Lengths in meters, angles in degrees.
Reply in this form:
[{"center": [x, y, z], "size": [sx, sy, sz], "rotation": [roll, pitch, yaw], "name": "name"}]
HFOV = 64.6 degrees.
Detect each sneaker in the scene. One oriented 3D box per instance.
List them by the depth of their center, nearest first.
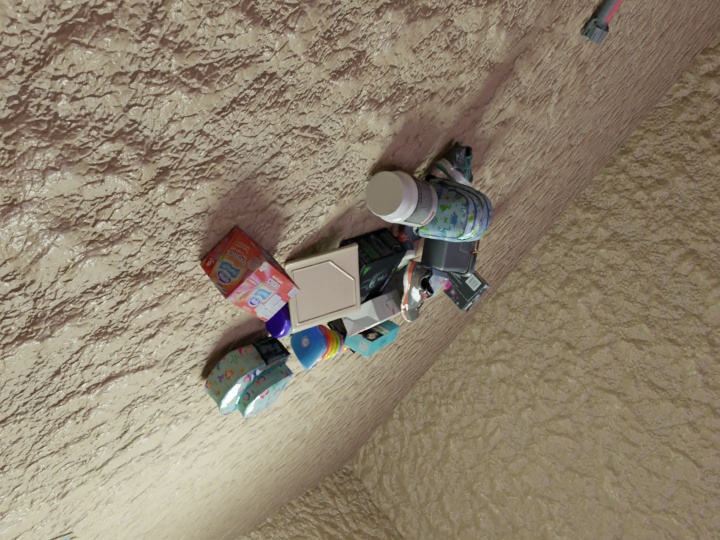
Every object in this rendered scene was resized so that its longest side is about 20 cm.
[{"center": [0.268, -0.279, 1.492], "size": [0.092, 0.077, 0.199], "rotation": [-54, 160, 15], "name": "sneaker"}, {"center": [0.161, 0.071, 1.575], "size": [0.078, 0.080, 0.204], "rotation": [-57, 153, -42], "name": "sneaker"}, {"center": [0.083, -0.045, 1.595], "size": [0.073, 0.087, 0.199], "rotation": [-4, 164, -35], "name": "sneaker"}]

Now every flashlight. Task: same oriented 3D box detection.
[{"center": [0.663, -0.692, 1.475], "size": [0.067, 0.068, 0.202], "rotation": [-28, 152, -44], "name": "flashlight"}]

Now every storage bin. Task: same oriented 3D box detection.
[{"center": [0.254, -0.085, 1.586], "size": [0.132, 0.143, 0.206], "rotation": [-4, 107, -47], "name": "storage bin"}]

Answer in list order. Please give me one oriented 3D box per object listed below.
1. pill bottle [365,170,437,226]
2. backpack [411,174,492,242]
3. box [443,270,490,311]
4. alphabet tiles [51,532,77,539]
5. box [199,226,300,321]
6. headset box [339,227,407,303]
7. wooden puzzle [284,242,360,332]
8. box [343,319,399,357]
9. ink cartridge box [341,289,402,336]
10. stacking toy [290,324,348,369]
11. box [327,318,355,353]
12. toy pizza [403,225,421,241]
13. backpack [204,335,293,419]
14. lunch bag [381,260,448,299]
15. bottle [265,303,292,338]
[{"center": [0.096, -0.166, 1.312], "size": [0.115, 0.114, 0.199], "rotation": [-50, 159, 18], "name": "pill bottle"}, {"center": [0.228, -0.143, 1.415], "size": [0.153, 0.196, 0.168], "rotation": [-5, 112, -65], "name": "backpack"}, {"center": [0.353, 0.029, 2.060], "size": [0.133, 0.200, 0.114], "rotation": [-47, 161, 12], "name": "box"}, {"center": [-0.810, 0.725, 1.413], "size": [0.167, 0.006, 0.199], "rotation": [-49, 159, 10], "name": "alphabet tiles"}, {"center": [-0.207, 0.014, 1.093], "size": [0.102, 0.095, 0.200], "rotation": [-43, 160, -1], "name": "box"}, {"center": [0.000, 0.000, 1.473], "size": [0.198, 0.093, 0.176], "rotation": [-19, 147, -49], "name": "headset box"}, {"center": [-0.087, 0.039, 1.335], "size": [0.181, 0.037, 0.204], "rotation": [-16, 126, -22], "name": "wooden puzzle"}, {"center": [0.036, 0.189, 1.672], "size": [0.199, 0.081, 0.050], "rotation": [-17, 129, -61], "name": "box"}, {"center": [0.046, 0.115, 1.606], "size": [0.115, 0.069, 0.199], "rotation": [-28, 173, 30], "name": "ink cartridge box"}, {"center": [-0.091, 0.207, 1.608], "size": [0.110, 0.117, 0.198], "rotation": [-48, 147, 20], "name": "stacking toy"}, {"center": [-0.012, 0.170, 1.797], "size": [0.141, 0.079, 0.200], "rotation": [-41, 159, -4], "name": "box"}, {"center": [0.187, -0.165, 1.610], "size": [0.199, 0.032, 0.202], "rotation": [-39, 158, -19], "name": "toy pizza"}, {"center": [-0.273, 0.265, 1.388], "size": [0.198, 0.151, 0.179], "rotation": [-8, 141, -51], "name": "backpack"}, {"center": [0.158, 0.035, 1.735], "size": [0.196, 0.131, 0.169], "rotation": [-18, 168, 23], "name": "lunch bag"}, {"center": [-0.150, 0.111, 1.433], "size": [0.198, 0.065, 0.084], "rotation": [-12, 142, -56], "name": "bottle"}]
